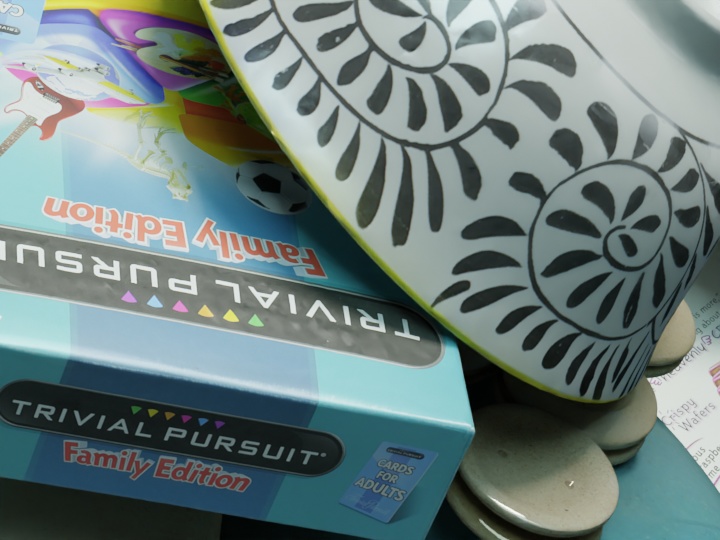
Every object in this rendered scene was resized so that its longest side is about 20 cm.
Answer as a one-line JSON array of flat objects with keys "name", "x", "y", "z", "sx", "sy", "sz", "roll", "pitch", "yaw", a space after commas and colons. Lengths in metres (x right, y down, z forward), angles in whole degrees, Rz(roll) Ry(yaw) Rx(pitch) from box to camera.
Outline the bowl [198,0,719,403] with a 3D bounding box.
[{"name": "bowl", "x": 0.050, "y": -0.072, "z": 0.758, "sx": 0.201, "sy": 0.094, "sz": 0.201, "roll": 41, "pitch": 24, "yaw": -23}]

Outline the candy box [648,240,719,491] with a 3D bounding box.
[{"name": "candy box", "x": 0.150, "y": 0.079, "z": 0.985, "sx": 0.200, "sy": 0.061, "sz": 0.136, "roll": 42, "pitch": 54, "yaw": 19}]

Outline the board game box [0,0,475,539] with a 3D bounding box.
[{"name": "board game box", "x": -0.058, "y": -0.022, "z": 0.741, "sx": 0.150, "sy": 0.047, "sz": 0.201, "roll": 11, "pitch": 38, "yaw": -18}]

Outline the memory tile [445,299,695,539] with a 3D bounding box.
[{"name": "memory tile", "x": 0.000, "y": 0.000, "z": 0.799, "sx": 0.199, "sy": 0.017, "sz": 0.153, "roll": 30, "pitch": 36, "yaw": 6}]

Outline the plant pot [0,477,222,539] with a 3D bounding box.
[{"name": "plant pot", "x": -0.145, "y": 0.041, "z": 0.823, "sx": 0.199, "sy": 0.200, "sz": 0.178, "roll": 30, "pitch": 51, "yaw": -11}]

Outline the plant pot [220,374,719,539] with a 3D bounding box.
[{"name": "plant pot", "x": 0.026, "y": 0.101, "z": 0.864, "sx": 0.199, "sy": 0.201, "sz": 0.189, "roll": -10, "pitch": 48, "yaw": -21}]
